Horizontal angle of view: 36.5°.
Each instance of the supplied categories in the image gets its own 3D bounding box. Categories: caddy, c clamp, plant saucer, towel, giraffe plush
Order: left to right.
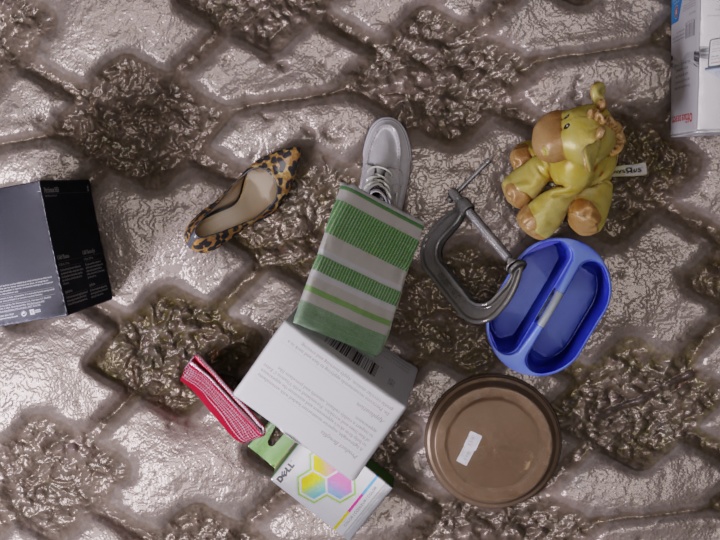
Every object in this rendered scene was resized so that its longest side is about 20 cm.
[{"bbox_3d":[-0.195,0.184,1.528,0.022,0.200,0.145,-43,90,-17],"label":"towel"},{"bbox_3d":[0.000,0.000,1.452,0.152,0.023,0.200,26,78,-34],"label":"towel"},{"bbox_3d":[0.162,-0.033,1.520,0.171,0.027,0.200,-42,59,19],"label":"c clamp"},{"bbox_3d":[0.192,0.250,1.583,0.200,0.029,0.200,0,96,5],"label":"plant saucer"},{"bbox_3d":[0.259,0.049,1.521,0.141,0.105,0.200,29,96,0],"label":"caddy"},{"bbox_3d":[0.286,-0.153,1.449,0.200,0.162,0.173,-21,62,1],"label":"giraffe plush"}]

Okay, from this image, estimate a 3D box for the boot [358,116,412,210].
[{"bbox_3d":[0.033,-0.116,1.530,0.073,0.096,0.200,3,95,4],"label":"boot"}]

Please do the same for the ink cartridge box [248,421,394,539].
[{"bbox_3d":[-0.060,0.286,1.588,0.200,0.059,0.104,39,96,0],"label":"ink cartridge box"}]

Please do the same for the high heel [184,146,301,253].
[{"bbox_3d":[-0.159,-0.100,1.522,0.200,0.143,0.071,-44,90,6],"label":"high heel"}]

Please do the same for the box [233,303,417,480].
[{"bbox_3d":[-0.042,0.153,1.500,0.199,0.200,0.131,36,102,0],"label":"box"}]

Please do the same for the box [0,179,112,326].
[{"bbox_3d":[-0.440,-0.029,1.520,0.104,0.200,0.182,-9,93,5],"label":"box"}]

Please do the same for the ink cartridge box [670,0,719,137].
[{"bbox_3d":[0.470,-0.282,1.459,0.086,0.146,0.200,-2,95,2],"label":"ink cartridge box"}]
